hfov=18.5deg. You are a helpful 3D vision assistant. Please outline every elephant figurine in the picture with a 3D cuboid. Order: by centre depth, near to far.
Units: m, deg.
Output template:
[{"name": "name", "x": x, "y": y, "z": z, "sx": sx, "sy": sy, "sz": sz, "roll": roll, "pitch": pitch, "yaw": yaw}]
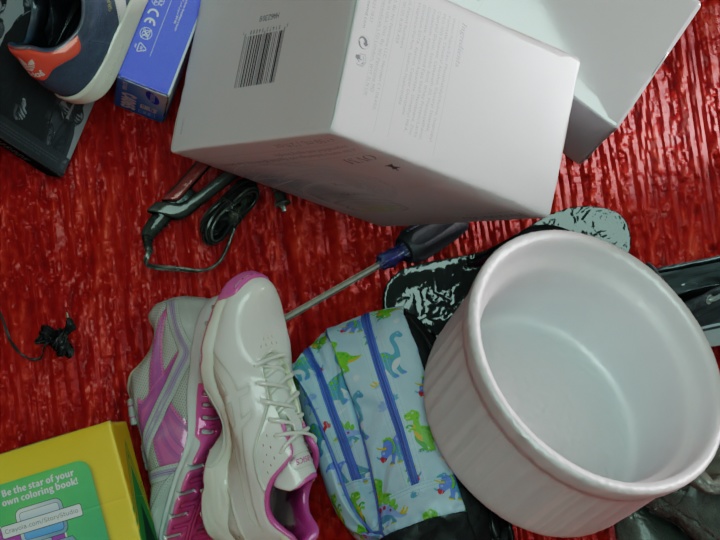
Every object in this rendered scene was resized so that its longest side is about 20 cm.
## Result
[{"name": "elephant figurine", "x": 0.241, "y": 0.152, "z": 1.603, "sx": 0.198, "sy": 0.155, "sz": 0.143, "roll": 16, "pitch": 94, "yaw": -5}]

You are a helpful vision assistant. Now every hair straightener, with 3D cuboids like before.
[{"name": "hair straightener", "x": -0.085, "y": -0.068, "z": 1.637, "sx": 0.077, "sy": 0.041, "sz": 0.200, "roll": 42, "pitch": 74, "yaw": 0}]

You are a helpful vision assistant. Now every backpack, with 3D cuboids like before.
[{"name": "backpack", "x": 0.029, "y": 0.124, "z": 1.568, "sx": 0.152, "sy": 0.163, "sz": 0.202, "roll": -10, "pitch": 74, "yaw": 14}]

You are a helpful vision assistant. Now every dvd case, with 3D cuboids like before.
[{"name": "dvd case", "x": -0.229, "y": -0.188, "z": 1.597, "sx": 0.025, "sy": 0.150, "sz": 0.202, "roll": 12, "pitch": 75, "yaw": 37}]

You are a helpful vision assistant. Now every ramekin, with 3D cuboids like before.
[{"name": "ramekin", "x": 0.139, "y": 0.083, "z": 1.500, "sx": 0.199, "sy": 0.098, "sz": 0.202, "roll": 17, "pitch": 51, "yaw": -21}]

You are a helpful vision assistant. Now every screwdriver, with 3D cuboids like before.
[{"name": "screwdriver", "x": 0.000, "y": 0.000, "z": 1.618, "sx": 0.199, "sy": 0.028, "sz": 0.029, "roll": -26, "pitch": 48, "yaw": -28}]

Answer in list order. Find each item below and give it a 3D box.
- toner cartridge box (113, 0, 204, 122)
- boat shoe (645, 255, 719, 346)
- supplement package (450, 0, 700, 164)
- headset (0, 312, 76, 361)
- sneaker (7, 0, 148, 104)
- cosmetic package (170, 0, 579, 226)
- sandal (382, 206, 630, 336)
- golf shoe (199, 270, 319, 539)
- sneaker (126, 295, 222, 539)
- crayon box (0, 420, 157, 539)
[{"name": "toner cartridge box", "x": -0.127, "y": -0.216, "z": 1.629, "sx": 0.043, "sy": 0.095, "sz": 0.202, "roll": 21, "pitch": 80, "yaw": -3}, {"name": "boat shoe", "x": 0.207, "y": 0.027, "z": 1.628, "sx": 0.198, "sy": 0.072, "sz": 0.068, "roll": -10, "pitch": 124, "yaw": -15}, {"name": "supplement package", "x": 0.128, "y": -0.194, "z": 1.643, "sx": 0.199, "sy": 0.120, "sz": 0.122, "roll": 36, "pitch": 76, "yaw": 0}, {"name": "headset", "x": -0.303, "y": 0.028, "z": 1.564, "sx": 0.199, "sy": 0.094, "sz": 0.125, "roll": 16, "pitch": 92, "yaw": -25}, {"name": "sneaker", "x": -0.190, "y": -0.223, "z": 1.561, "sx": 0.084, "sy": 0.075, "sz": 0.202, "roll": 29, "pitch": 73, "yaw": -45}, {"name": "cosmetic package", "x": 0.009, "y": -0.115, "z": 1.542, "sx": 0.199, "sy": 0.199, "sz": 0.124, "roll": 17, "pitch": 79, "yaw": -35}, {"name": "sandal", "x": 0.115, "y": 0.007, "z": 1.648, "sx": 0.199, "sy": 0.048, "sz": 0.076, "roll": -20, "pitch": 84, "yaw": -9}, {"name": "golf shoe", "x": -0.061, "y": 0.101, "z": 1.527, "sx": 0.075, "sy": 0.091, "sz": 0.202, "roll": -17, "pitch": 114, "yaw": -44}, {"name": "sneaker", "x": -0.124, "y": 0.108, "z": 1.594, "sx": 0.088, "sy": 0.081, "sz": 0.202, "roll": 16, "pitch": 96, "yaw": 38}, {"name": "crayon box", "x": -0.239, "y": 0.216, "z": 1.548, "sx": 0.198, "sy": 0.058, "sz": 0.174, "roll": -17, "pitch": 82, "yaw": 6}]
